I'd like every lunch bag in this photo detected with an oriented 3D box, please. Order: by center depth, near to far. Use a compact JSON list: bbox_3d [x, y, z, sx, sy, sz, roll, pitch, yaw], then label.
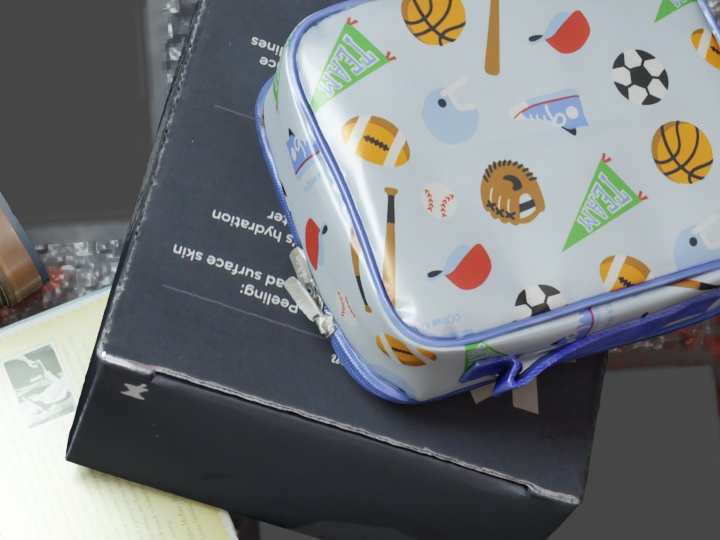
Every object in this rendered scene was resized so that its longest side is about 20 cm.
[{"bbox_3d":[0.061,-0.034,0.916,0.199,0.076,0.161,-16,74,-22],"label":"lunch bag"}]

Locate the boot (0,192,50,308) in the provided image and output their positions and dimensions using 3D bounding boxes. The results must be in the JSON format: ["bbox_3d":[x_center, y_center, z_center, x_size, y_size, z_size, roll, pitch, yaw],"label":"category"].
[{"bbox_3d":[-0.226,-0.050,1.005,0.097,0.075,0.201,-36,94,-13],"label":"boot"}]

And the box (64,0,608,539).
[{"bbox_3d":[0.000,0.000,0.989,0.195,0.118,0.201,18,61,-7],"label":"box"}]

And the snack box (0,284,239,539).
[{"bbox_3d":[-0.113,0.116,1.002,0.115,0.037,0.201,-21,72,-10],"label":"snack box"}]
